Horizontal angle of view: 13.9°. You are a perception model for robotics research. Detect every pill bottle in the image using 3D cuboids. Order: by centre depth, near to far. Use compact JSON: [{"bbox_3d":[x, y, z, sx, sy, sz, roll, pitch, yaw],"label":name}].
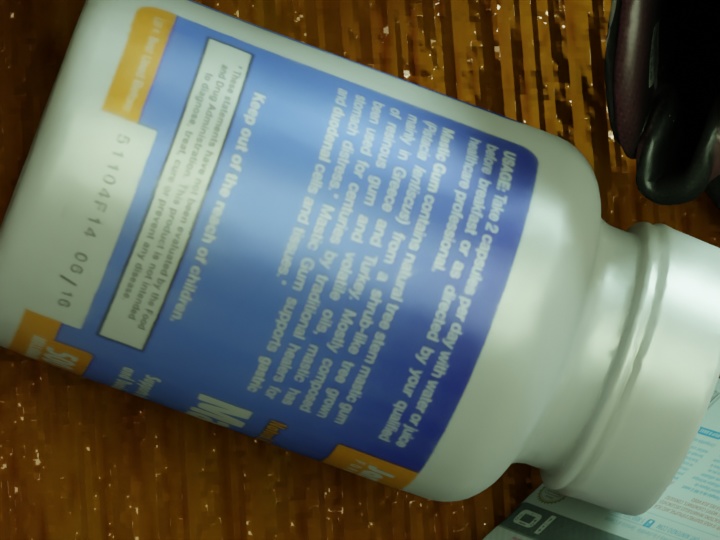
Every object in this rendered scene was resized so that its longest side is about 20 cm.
[{"bbox_3d":[0.000,0.000,0.842,0.200,0.112,0.112,21,76,-6],"label":"pill bottle"}]

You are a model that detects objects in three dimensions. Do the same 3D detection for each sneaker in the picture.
[{"bbox_3d":[0.105,-0.044,0.861,0.076,0.200,0.116,2,48,23],"label":"sneaker"}]

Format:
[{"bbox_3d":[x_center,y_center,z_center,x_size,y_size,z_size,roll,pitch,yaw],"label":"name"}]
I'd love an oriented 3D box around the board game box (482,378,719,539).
[{"bbox_3d":[0.078,0.123,0.840,0.200,0.147,0.064,-39,116,-20],"label":"board game box"}]
